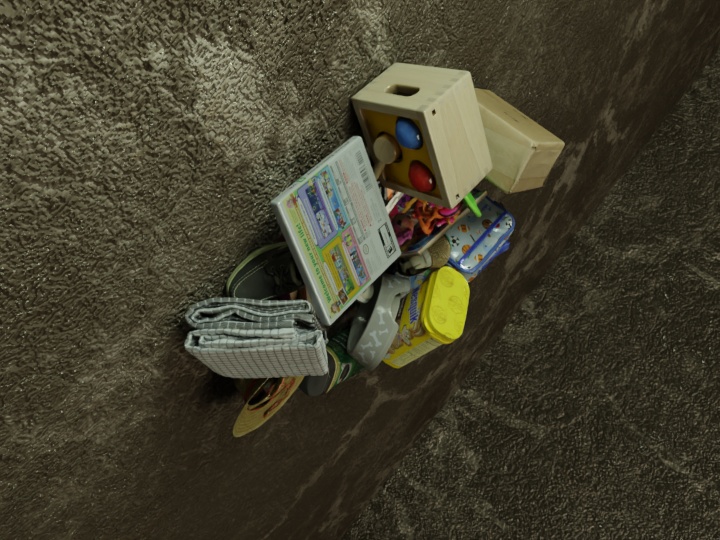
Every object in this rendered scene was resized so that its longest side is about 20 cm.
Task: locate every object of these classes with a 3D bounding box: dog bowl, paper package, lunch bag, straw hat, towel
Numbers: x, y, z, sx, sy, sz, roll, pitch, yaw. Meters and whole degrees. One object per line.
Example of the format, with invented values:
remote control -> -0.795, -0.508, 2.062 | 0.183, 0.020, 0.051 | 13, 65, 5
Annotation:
dog bowl -> 0.032, 0.097, 1.383 | 0.200, 0.057, 0.205 | -156, -91, -82
paper package -> 0.255, -0.242, 1.258 | 0.189, 0.199, 0.105 | -14, 139, -55
lunch bag -> 0.225, -0.077, 1.411 | 0.200, 0.159, 0.076 | -43, 161, -25
straw hat -> -0.182, 0.194, 1.207 | 0.201, 0.085, 0.202 | -44, 163, -17
towel -> -0.145, 0.097, 1.010 | 0.193, 0.088, 0.166 | -3, 158, 3

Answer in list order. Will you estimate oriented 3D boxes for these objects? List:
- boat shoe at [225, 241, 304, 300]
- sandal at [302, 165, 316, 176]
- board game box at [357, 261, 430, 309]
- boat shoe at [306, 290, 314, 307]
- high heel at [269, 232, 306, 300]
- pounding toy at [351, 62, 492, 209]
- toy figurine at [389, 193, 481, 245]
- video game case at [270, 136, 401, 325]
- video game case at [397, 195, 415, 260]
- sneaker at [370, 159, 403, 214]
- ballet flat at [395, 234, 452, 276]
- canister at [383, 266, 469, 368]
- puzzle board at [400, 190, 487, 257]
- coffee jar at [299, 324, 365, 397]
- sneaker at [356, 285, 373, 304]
boat shoe -> -0.106, -0.004, 1.011 | 0.197, 0.066, 0.073 | -28, 119, -11
sandal -> -0.033, -0.100, 1.056 | 0.201, 0.074, 0.044 | 50, 40, -51
board game box -> 0.080, 0.042, 1.566 | 0.137, 0.034, 0.199 | -58, 157, 14
boat shoe -> -0.071, -0.002, 1.164 | 0.060, 0.069, 0.205 | -94, -168, -61
high heel -> -0.093, 0.007, 1.082 | 0.067, 0.096, 0.203 | -26, 146, -45
pounding toy -> 0.068, -0.181, 1.003 | 0.142, 0.198, 0.187 | -41, 130, -22
toy figurine -> 0.100, -0.108, 1.205 | 0.183, 0.202, 0.150 | -37, 129, 14
video game case -> -0.028, -0.058, 0.978 | 0.182, 0.022, 0.204 | -43, 125, -33
video game case -> 0.109, -0.110, 1.388 | 0.203, 0.036, 0.180 | -60, 158, 18
sneaker -> 0.041, -0.163, 1.130 | 0.203, 0.069, 0.089 | -57, 151, 7
ballet flat -> 0.118, -0.022, 1.337 | 0.064, 0.072, 0.200 | -29, 175, -18
canister -> 0.122, 0.101, 1.373 | 0.199, 0.085, 0.152 | -39, -153, 50
puzzle board -> 0.133, -0.087, 1.294 | 0.199, 0.018, 0.149 | -40, -164, -25
coffee jar -> -0.055, 0.191, 1.455 | 0.198, 0.084, 0.107 | -20, 137, -55
sneaker -> 0.000, 0.000, 1.290 | 0.094, 0.070, 0.199 | -47, 156, 6
